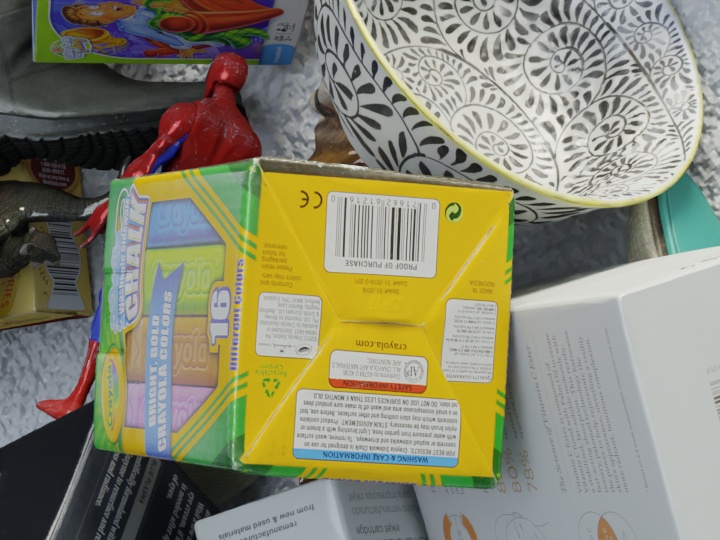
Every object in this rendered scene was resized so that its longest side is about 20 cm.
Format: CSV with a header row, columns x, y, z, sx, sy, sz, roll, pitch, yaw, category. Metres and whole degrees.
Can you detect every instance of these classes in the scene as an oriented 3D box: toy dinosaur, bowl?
x,y,z,sx,sy,sz,roll,pitch,yaw,category
-0.209,-0.008,1.166,0.200,0.077,0.102,-47,33,4,toy dinosaur
0.049,-0.090,1.021,0.094,0.200,0.201,-46,64,43,bowl

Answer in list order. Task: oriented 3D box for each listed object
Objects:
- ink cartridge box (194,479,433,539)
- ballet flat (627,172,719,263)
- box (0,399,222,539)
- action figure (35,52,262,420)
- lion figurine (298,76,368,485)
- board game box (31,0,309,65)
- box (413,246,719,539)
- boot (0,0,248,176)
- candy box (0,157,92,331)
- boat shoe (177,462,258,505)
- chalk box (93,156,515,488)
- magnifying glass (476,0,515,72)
x,y,z,sx,sy,sz,roll,pitch,yaw,category
0.017,0.199,1.033,0.082,0.145,0.201,-21,76,29,ink cartridge box
0.153,0.050,1.007,0.062,0.067,0.201,-33,70,32,ballet flat
-0.146,0.195,1.095,0.196,0.118,0.200,-26,117,28,box
-0.100,-0.015,1.118,0.052,0.065,0.201,20,86,58,action figure
0.000,0.000,1.086,0.122,0.072,0.201,-30,57,32,lion figurine
-0.086,-0.163,1.067,0.134,0.200,0.045,-1,68,-10,board game box
0.106,0.065,0.952,0.200,0.097,0.125,-11,95,61,box
-0.161,-0.121,1.177,0.199,0.068,0.131,-5,77,0,boot
-0.217,-0.066,1.251,0.116,0.056,0.201,-9,83,29,candy box
-0.105,0.097,1.165,0.200,0.072,0.068,-44,40,16,boat shoe
-0.037,0.024,0.963,0.200,0.124,0.125,-3,83,63,chalk box
0.076,-0.189,1.097,0.079,0.022,0.201,13,94,32,magnifying glass
